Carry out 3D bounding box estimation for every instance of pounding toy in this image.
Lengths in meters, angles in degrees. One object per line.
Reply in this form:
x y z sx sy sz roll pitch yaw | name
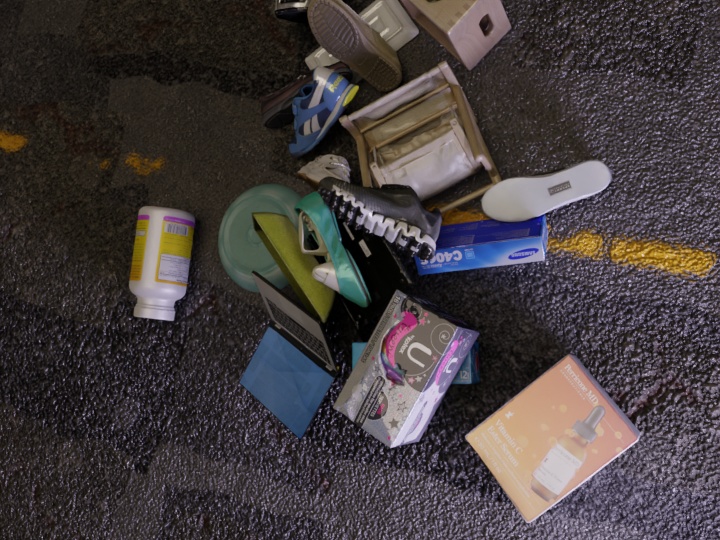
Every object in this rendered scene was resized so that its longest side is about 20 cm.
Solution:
0.160 -0.442 1.227 0.142 0.200 0.184 -45 70 9 | pounding toy

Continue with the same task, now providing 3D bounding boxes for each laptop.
0.000 0.000 1.251 0.200 0.103 0.178 -41 71 31 | laptop
-0.138 0.139 1.288 0.116 0.201 0.187 -39 48 -22 | laptop

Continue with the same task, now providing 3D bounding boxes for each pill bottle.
-0.368 -0.012 1.424 0.104 0.104 0.202 5 85 21 | pill bottle

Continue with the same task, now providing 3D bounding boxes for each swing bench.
0.097 -0.194 1.256 0.198 0.130 0.201 -25 62 17 | swing bench

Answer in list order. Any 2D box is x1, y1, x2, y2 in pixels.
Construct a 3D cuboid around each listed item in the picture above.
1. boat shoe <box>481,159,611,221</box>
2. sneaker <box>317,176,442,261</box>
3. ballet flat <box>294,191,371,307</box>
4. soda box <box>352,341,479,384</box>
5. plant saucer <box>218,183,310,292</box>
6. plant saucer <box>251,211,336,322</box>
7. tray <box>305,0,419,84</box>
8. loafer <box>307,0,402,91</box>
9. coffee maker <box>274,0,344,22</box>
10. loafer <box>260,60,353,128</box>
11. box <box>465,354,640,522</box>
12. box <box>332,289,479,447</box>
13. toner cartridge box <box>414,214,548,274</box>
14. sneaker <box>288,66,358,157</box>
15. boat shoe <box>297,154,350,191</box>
0.289 -0.125 1.208 0.199 0.066 0.070 -20 88 13 | boat shoe
0.035 -0.096 1.145 0.199 0.067 0.091 28 66 0 | sneaker
-0.050 -0.024 1.175 0.070 0.067 0.201 -20 74 -11 | ballet flat
0.089 0.149 1.249 0.199 0.064 0.068 -3 82 20 | soda box
-0.179 -0.062 1.395 0.199 0.036 0.202 -3 81 21 | plant saucer
-0.102 -0.010 1.261 0.048 0.200 0.201 -33 90 -8 | plant saucer
-0.003 -0.404 1.380 0.200 0.022 0.108 -36 73 13 | tray
-0.008 -0.389 1.316 0.200 0.068 0.076 42 124 -19 | loafer
-0.081 -0.546 1.365 0.134 0.191 0.202 10 108 42 | coffee maker
-0.104 -0.325 1.371 0.199 0.072 0.063 -26 72 29 | loafer
0.284 0.243 1.139 0.200 0.106 0.153 -42 71 11 | box
0.071 0.147 1.150 0.114 0.132 0.201 30 95 23 | box
0.190 -0.042 1.216 0.199 0.095 0.043 -7 116 21 | toner cartridge box
-0.080 -0.271 1.323 0.082 0.074 0.200 37 138 -8 | sneaker
-0.050 -0.163 1.294 0.069 0.071 0.200 -50 27 -1 | boat shoe
